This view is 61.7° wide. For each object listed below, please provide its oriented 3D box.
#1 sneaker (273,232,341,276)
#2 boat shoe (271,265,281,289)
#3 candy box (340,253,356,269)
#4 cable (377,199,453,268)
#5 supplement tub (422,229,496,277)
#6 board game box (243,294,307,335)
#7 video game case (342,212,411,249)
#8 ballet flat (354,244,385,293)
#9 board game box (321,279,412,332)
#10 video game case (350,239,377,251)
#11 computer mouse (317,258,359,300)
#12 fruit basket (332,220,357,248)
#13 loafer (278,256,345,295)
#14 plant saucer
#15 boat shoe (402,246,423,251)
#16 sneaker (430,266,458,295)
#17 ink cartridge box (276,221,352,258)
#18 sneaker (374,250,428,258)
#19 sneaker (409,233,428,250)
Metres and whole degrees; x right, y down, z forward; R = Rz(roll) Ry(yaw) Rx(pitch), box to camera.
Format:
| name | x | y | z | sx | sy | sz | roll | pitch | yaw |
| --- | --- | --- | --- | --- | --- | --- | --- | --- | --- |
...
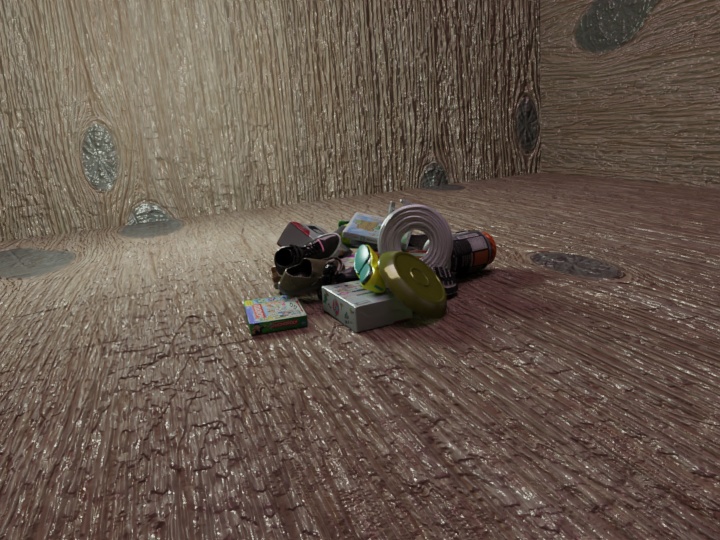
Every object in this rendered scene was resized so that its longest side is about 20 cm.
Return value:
| name | x | y | z | sx | sy | sz | roll | pitch | yaw |
| --- | --- | --- | --- | --- | --- | --- | --- | --- | --- |
| sneaker | -0.143 | -0.047 | 1.606 | 0.198 | 0.071 | 0.099 | -28 | -13 | 0 |
| boat shoe | -0.196 | -0.009 | 1.748 | 0.075 | 0.073 | 0.200 | -20 | 8 | 21 |
| candy box | 0.000 | 0.000 | 1.727 | 0.135 | 0.062 | 0.199 | 9 | 18 | 36 |
| cable | 0.142 | -0.070 | 1.563 | 0.197 | 0.203 | 0.069 | 19 | 3 | 3 |
| supplement tub | 0.280 | -0.047 | 1.685 | 0.198 | 0.125 | 0.122 | -11 | 15 | -36 |
| board game box | -0.209 | 0.103 | 1.461 | 0.132 | 0.030 | 0.200 | -7 | 14 | -14 |
| video game case | 0.055 | -0.116 | 1.719 | 0.179 | 0.022 | 0.200 | 11 | 22 | 7 |
| ballet flat | 0.027 | 0.001 | 1.447 | 0.067 | 0.067 | 0.200 | 31 | 16 | -17 |
| board game box | 0.012 | 0.075 | 1.424 | 0.146 | 0.065 | 0.200 | -10 | 16 | -24 |
| video game case | 0.083 | -0.053 | 1.807 | 0.142 | 0.019 | 0.199 | 8 | -10 | 42 |
| computer mouse | -0.012 | 0.016 | 1.563 | 0.197 | 0.139 | 0.053 | -1 | 48 | -16 |
| fruit basket | 0.004 | -0.124 | 1.877 | 0.182 | 0.095 | 0.200 | 1 | -13 | -16 |
| loafer | -0.120 | 0.005 | 1.569 | 0.198 | 0.070 | 0.075 | -23 | 52 | -33 |
| plant saucer | 0.129 | 0.023 | 1.385 | 0.199 | 0.031 | 0.201 | 31 | 30 | -20 |
| boat shoe | 0.170 | -0.023 | 1.744 | 0.198 | 0.073 | 0.075 | 11 | -5 | -36 |
| sneaker | 0.154 | 0.037 | 1.509 | 0.197 | 0.075 | 0.080 | 2 | -25 | -26 |
| ink cartridge box | -0.130 | -0.067 | 1.773 | 0.145 | 0.083 | 0.200 | 37 | 13 | 18 |
| sneaker | 0.100 | -0.019 | 1.636 | 0.197 | 0.078 | 0.073 | 6 | 8 | 15 |
| sneaker | 0.176 | -0.072 | 1.881 | 0.199 | 0.078 | 0.146 | 10 | -6 | -5 |
